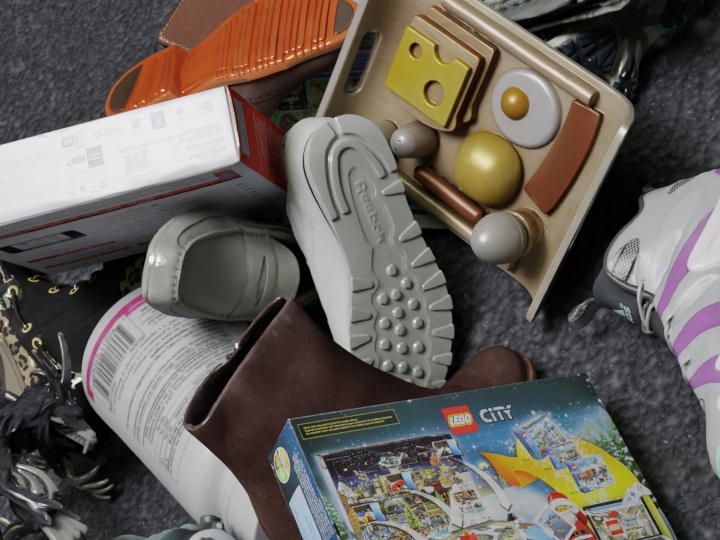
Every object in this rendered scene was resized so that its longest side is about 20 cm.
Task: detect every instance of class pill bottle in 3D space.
[{"bbox_3d":[-0.084,0.099,1.001,0.114,0.113,0.200,-51,49,-1],"label":"pill bottle"}]

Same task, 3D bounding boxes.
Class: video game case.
[{"bbox_3d":[-0.004,-0.129,1.053,0.142,0.018,0.203,2,106,33],"label":"video game case"}]

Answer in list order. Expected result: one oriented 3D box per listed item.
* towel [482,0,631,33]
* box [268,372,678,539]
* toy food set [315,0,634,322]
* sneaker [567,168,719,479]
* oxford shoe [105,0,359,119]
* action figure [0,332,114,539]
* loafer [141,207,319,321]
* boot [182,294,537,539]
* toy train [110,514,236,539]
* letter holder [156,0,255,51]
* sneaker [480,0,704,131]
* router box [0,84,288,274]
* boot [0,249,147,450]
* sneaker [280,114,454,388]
[{"bbox_3d":[0.135,-0.226,1.020,0.191,0.035,0.201,-9,43,49],"label":"towel"},{"bbox_3d":[0.066,0.131,0.831,0.137,0.198,0.038,64,144,31],"label":"box"},{"bbox_3d":[0.062,-0.082,0.966,0.199,0.060,0.145,38,124,23],"label":"toy food set"},{"bbox_3d":[0.179,0.033,0.891,0.139,0.078,0.202,-7,53,33],"label":"sneaker"},{"bbox_3d":[-0.075,-0.128,1.062,0.198,0.073,0.072,-16,45,28],"label":"oxford shoe"},{"bbox_3d":[-0.218,0.145,1.056,0.101,0.119,0.201,29,113,0],"label":"action figure"},{"bbox_3d":[-0.072,-0.002,1.001,0.069,0.200,0.071,14,101,21],"label":"loafer"},{"bbox_3d":[0.008,0.074,0.891,0.072,0.167,0.200,1,44,53],"label":"boot"},{"bbox_3d":[-0.128,0.214,0.953,0.200,0.084,0.115,-32,47,57],"label":"toy train"},{"bbox_3d":[-0.026,-0.206,1.138,0.141,0.100,0.201,27,82,38],"label":"letter holder"},{"bbox_3d":[0.147,-0.153,1.023,0.200,0.078,0.086,-45,32,2],"label":"sneaker"},{"bbox_3d":[-0.149,-0.052,1.009,0.198,0.179,0.049,-14,81,9],"label":"router box"},{"bbox_3d":[-0.205,0.019,1.153,0.150,0.073,0.201,-35,55,15],"label":"boot"},{"bbox_3d":[0.000,0.000,0.990,0.080,0.076,0.202,1,106,61],"label":"sneaker"}]
